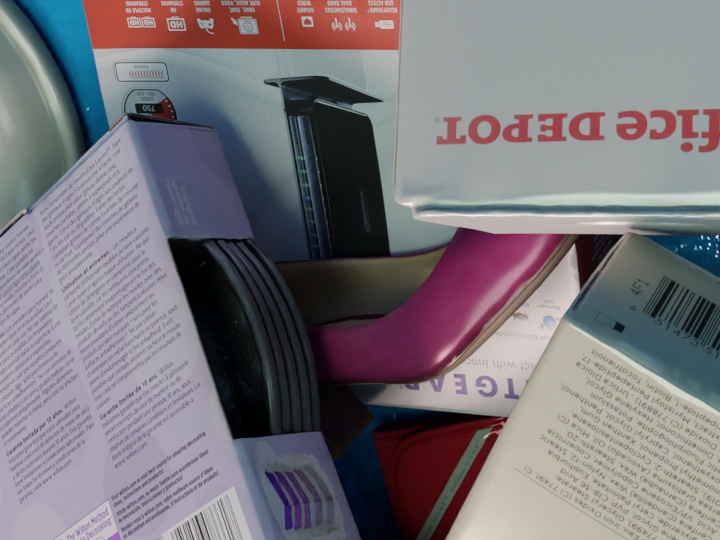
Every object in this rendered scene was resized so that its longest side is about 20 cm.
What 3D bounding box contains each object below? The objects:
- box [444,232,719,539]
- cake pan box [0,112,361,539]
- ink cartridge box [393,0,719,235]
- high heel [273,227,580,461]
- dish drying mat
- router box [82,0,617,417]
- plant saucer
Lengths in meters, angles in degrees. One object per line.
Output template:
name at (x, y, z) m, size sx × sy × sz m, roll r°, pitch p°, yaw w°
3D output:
box at (0.068, 0.095, 0.594) m, size 0.082 × 0.068 × 0.201 m, roll 31°, pitch 123°, yaw 9°
cake pan box at (-0.098, 0.065, 0.723) m, size 0.200 × 0.052 × 0.186 m, roll -39°, pitch 65°, yaw 37°
ink cartridge box at (0.092, -0.112, 0.580) m, size 0.144 × 0.083 × 0.202 m, roll 1°, pitch 85°, yaw 26°
high heel at (0.000, 0.000, 0.693) m, size 0.096 × 0.067 × 0.200 m, roll 48°, pitch 124°, yaw -1°
dish drying mat at (0.064, 0.159, 0.815) m, size 0.076 × 0.018 × 0.202 m, roll -12°, pitch 100°, yaw 28°
router box at (0.000, -0.036, 0.743) m, size 0.198 × 0.049 × 0.181 m, roll 3°, pitch 117°, yaw 26°
plant saucer at (-0.219, -0.055, 0.846) m, size 0.198 × 0.050 × 0.202 m, roll 12°, pitch 121°, yaw 20°
